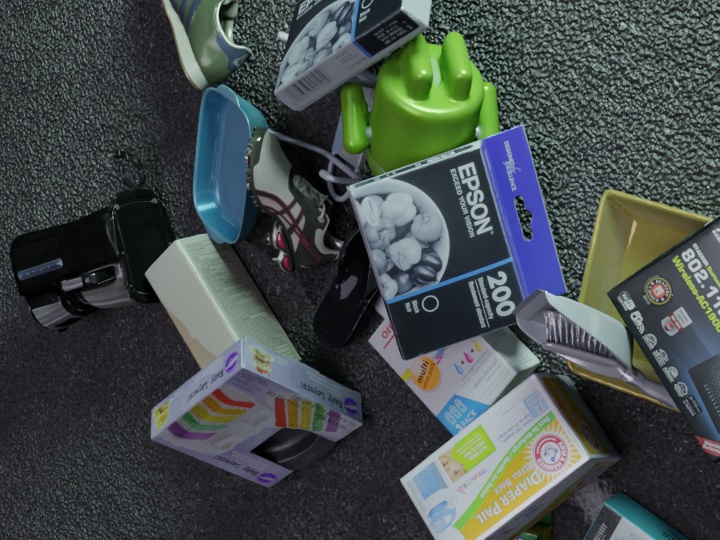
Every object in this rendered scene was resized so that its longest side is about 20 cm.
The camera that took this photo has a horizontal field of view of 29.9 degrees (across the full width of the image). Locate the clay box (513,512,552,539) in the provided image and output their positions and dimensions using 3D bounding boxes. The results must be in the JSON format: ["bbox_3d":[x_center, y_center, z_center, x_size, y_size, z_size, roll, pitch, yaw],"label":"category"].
[{"bbox_3d":[0.152,0.347,1.542,0.114,0.047,0.202,13,106,31],"label":"clay box"}]

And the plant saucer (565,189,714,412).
[{"bbox_3d":[0.324,0.036,1.374,0.198,0.048,0.202,20,109,30],"label":"plant saucer"}]

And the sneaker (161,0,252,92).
[{"bbox_3d":[-0.190,-0.323,1.648,0.089,0.067,0.202,-23,74,11],"label":"sneaker"}]

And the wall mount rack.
[{"bbox_3d":[-0.041,-0.188,1.564,0.174,0.074,0.202,39,119,49],"label":"wall mount rack"}]

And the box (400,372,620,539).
[{"bbox_3d":[0.161,0.213,1.449,0.200,0.101,0.113,-42,66,19],"label":"box"}]

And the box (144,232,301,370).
[{"bbox_3d":[-0.171,0.057,1.678,0.078,0.095,0.201,-41,74,34],"label":"box"}]

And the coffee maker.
[{"bbox_3d":[-0.350,-0.032,1.776,0.198,0.134,0.194,-13,68,33],"label":"coffee maker"}]

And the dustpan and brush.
[{"bbox_3d":[0.250,0.087,1.353,0.198,0.140,0.058,18,77,-1],"label":"dustpan and brush"}]

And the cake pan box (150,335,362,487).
[{"bbox_3d":[-0.122,0.176,1.621,0.184,0.199,0.053,-35,42,32],"label":"cake pan box"}]

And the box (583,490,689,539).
[{"bbox_3d":[0.329,0.327,1.420,0.199,0.049,0.083,35,115,24],"label":"box"}]

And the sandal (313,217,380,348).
[{"bbox_3d":[0.000,0.001,1.570,0.076,0.043,0.202,29,104,30],"label":"sandal"}]

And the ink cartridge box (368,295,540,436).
[{"bbox_3d":[0.091,0.077,1.523,0.200,0.068,0.115,47,120,18],"label":"ink cartridge box"}]

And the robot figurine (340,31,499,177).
[{"bbox_3d":[0.067,-0.159,1.444,0.201,0.173,0.117,100,162,-50],"label":"robot figurine"}]

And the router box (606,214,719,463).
[{"bbox_3d":[0.353,0.061,1.292,0.150,0.062,0.201,-38,77,31],"label":"router box"}]

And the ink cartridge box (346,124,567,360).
[{"bbox_3d":[0.108,-0.027,1.414,0.198,0.043,0.200,-20,108,-3],"label":"ink cartridge box"}]

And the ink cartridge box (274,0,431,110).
[{"bbox_3d":[0.000,-0.292,1.446,0.197,0.043,0.202,-28,39,39],"label":"ink cartridge box"}]

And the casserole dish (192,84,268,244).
[{"bbox_3d":[-0.156,-0.129,1.641,0.121,0.039,0.202,38,130,42],"label":"casserole dish"}]

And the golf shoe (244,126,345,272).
[{"bbox_3d":[-0.077,-0.087,1.574,0.087,0.078,0.201,-4,133,17],"label":"golf shoe"}]
